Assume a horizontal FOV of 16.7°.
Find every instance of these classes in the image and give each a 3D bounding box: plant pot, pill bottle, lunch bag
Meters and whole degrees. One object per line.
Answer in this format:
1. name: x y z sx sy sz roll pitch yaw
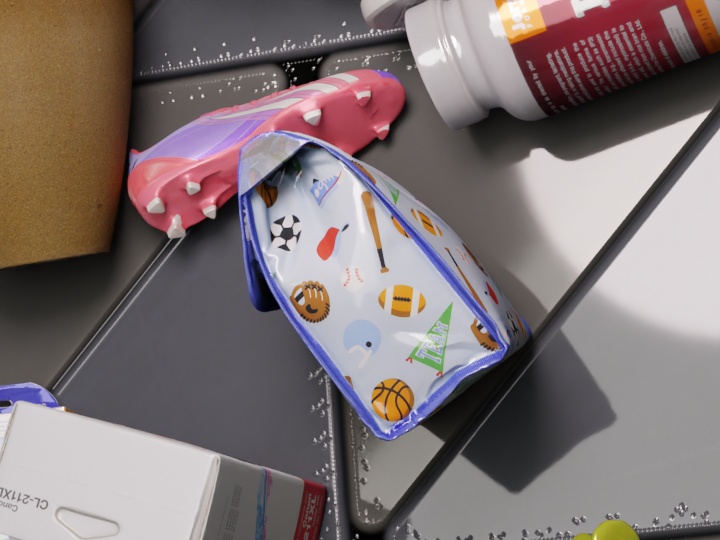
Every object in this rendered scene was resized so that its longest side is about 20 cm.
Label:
1. plant pot: -0.233 -0.103 1.655 0.186 0.186 0.200 -8 91 16
2. pill bottle: 0.136 -0.164 1.567 0.200 0.113 0.113 -21 74 13
3. lunch bag: 0.000 0.000 1.530 0.124 0.170 0.200 -37 87 5

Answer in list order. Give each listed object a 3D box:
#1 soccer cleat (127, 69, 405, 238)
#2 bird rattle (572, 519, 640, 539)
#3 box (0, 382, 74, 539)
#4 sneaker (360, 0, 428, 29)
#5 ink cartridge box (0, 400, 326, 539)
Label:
1. soccer cleat: -0.067 -0.093 1.649 0.200 0.067 0.077 -27 48 7
2. bird rattle: 0.196 0.235 1.498 0.200 0.113 0.163 16 96 7
3. box: -0.248 0.175 1.655 0.119 0.041 0.200 -7 79 6
4. sneaker: 0.056 -0.253 1.625 0.200 0.074 0.118 -39 76 -8
5. ink cartridge box: -0.125 0.148 1.544 0.146 0.200 0.083 14 84 20
